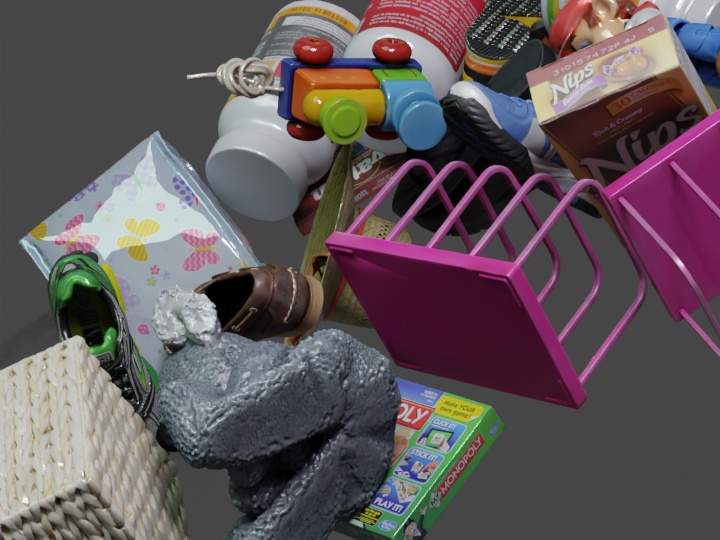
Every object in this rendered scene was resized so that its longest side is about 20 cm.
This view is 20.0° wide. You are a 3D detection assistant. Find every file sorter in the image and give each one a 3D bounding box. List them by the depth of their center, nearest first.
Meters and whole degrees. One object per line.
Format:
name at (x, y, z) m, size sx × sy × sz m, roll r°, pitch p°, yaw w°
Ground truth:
file sorter at (0.309, -0.038, 1.492) m, size 0.199 × 0.139 × 0.126 m, roll -34°, pitch 36°, yaw 0°
file sorter at (0.104, -0.001, 1.606) m, size 0.199 × 0.139 × 0.126 m, roll 11°, pitch 52°, yaw 46°

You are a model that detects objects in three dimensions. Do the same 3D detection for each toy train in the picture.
toy train at (-0.033, -0.136, 1.669) m, size 0.198 × 0.085 × 0.116 m, roll -2°, pitch 23°, yaw -19°

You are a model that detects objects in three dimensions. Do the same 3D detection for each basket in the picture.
basket at (-0.242, 0.197, 1.617) m, size 0.160 × 0.199 × 0.201 m, roll -26°, pitch 35°, yaw 8°

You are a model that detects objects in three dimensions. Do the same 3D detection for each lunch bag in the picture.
lunch bag at (-0.179, 0.010, 1.844) m, size 0.169 × 0.127 × 0.200 m, roll -40°, pitch 68°, yaw 0°

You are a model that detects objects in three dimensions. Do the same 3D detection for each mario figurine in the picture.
mario figurine at (0.231, -0.163, 1.652) m, size 0.199 × 0.124 × 0.106 m, roll 20°, pitch 34°, yaw 41°

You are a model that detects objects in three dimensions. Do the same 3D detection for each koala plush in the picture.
koala plush at (-0.086, 0.107, 1.584) m, size 0.183 × 0.178 × 0.199 m, roll -36°, pitch 33°, yaw -22°

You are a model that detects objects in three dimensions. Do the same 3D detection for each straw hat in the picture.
straw hat at (0.000, 0.000, 1.736) m, size 0.084 × 0.202 × 0.202 m, roll 16°, pitch 43°, yaw -7°

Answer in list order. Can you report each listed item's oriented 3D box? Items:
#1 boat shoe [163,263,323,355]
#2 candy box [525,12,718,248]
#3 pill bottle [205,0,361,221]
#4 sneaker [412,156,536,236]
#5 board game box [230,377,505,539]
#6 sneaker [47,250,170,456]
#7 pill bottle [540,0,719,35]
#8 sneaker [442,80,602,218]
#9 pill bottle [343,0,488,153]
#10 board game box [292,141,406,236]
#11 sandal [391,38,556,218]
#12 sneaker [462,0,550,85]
boat shoe at (-0.113, 0.033, 1.688) m, size 0.199 × 0.070 × 0.071 m, roll -25°, pitch 62°, yaw 50°
candy box at (0.219, -0.103, 1.584) m, size 0.116 × 0.200 × 0.057 m, roll -23°, pitch 52°, yaw 17°
pill bottle at (-0.065, -0.150, 1.918) m, size 0.116 × 0.117 × 0.201 m, roll -6°, pitch 43°, yaw 35°
sneaker at (0.124, -0.100, 1.759) m, size 0.199 × 0.091 × 0.076 m, roll -25°, pitch 38°, yaw 16°
board game box at (0.003, 0.145, 1.623) m, size 0.199 × 0.029 × 0.135 m, roll 13°, pitch 57°, yaw 47°
sneaker at (-0.219, 0.086, 1.735) m, size 0.077 × 0.201 × 0.085 m, roll -22°, pitch 10°, yaw 1°
pill bottle at (0.257, -0.222, 1.773) m, size 0.111 × 0.111 × 0.200 m, roll -44°, pitch 36°, yaw -14°
sneaker at (0.141, -0.114, 1.655) m, size 0.076 × 0.199 × 0.077 m, roll 30°, pitch 92°, yaw 46°
pill bottle at (0.050, -0.207, 1.892) m, size 0.112 × 0.113 × 0.201 m, roll -6°, pitch 42°, yaw 34°
board game box at (0.018, -0.114, 1.925) m, size 0.199 × 0.019 × 0.103 m, roll -31°, pitch 36°, yaw 6°
sandal at (0.083, -0.126, 1.721) m, size 0.200 × 0.048 × 0.076 m, roll -46°, pitch 28°, yaw 27°
sneaker at (0.137, -0.196, 1.880) m, size 0.069 × 0.091 × 0.200 m, roll 17°, pitch 29°, yaw 15°
